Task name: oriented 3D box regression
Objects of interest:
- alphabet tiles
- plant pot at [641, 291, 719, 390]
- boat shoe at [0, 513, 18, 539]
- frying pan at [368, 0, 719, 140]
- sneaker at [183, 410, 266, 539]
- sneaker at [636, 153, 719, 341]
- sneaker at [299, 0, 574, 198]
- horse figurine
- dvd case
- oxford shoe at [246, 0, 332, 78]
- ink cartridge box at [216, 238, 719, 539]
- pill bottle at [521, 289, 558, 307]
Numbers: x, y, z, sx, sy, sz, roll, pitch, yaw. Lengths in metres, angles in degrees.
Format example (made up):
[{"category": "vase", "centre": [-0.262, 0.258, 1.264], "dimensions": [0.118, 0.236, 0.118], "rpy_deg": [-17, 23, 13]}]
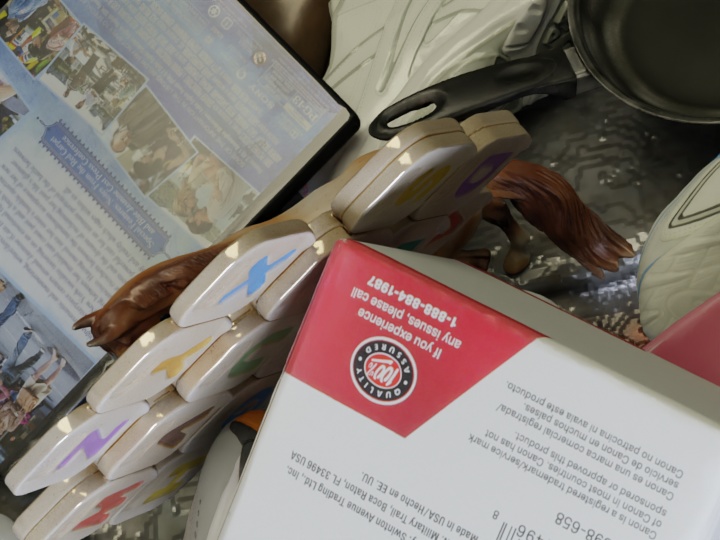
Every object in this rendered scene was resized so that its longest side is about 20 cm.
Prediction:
[{"category": "alphabet tiles", "centre": [-0.029, 0.021, 0.776], "dimensions": [0.200, 0.195, 0.015], "rpy_deg": [-45, 78, 21]}, {"category": "plant pot", "centre": [0.204, 0.075, 0.781], "dimensions": [0.199, 0.200, 0.180], "rpy_deg": [-29, 76, 1]}, {"category": "boat shoe", "centre": [-0.140, 0.195, 0.879], "dimensions": [0.074, 0.086, 0.203], "rpy_deg": [-2, 73, 46]}, {"category": "frying pan", "centre": [0.109, -0.076, 0.894], "dimensions": [0.190, 0.031, 0.115], "rpy_deg": [-42, 60, -12]}, {"category": "sneaker", "centre": [-0.064, 0.136, 0.838], "dimensions": [0.092, 0.075, 0.201], "rpy_deg": [24, 115, 33]}, {"category": "sneaker", "centre": [0.178, -0.041, 0.863], "dimensions": [0.200, 0.072, 0.073], "rpy_deg": [-38, 25, 32]}, {"category": "sneaker", "centre": [0.036, -0.102, 0.968], "dimensions": [0.099, 0.078, 0.200], "rpy_deg": [36, 73, 29]}, {"category": "horse figurine", "centre": [0.000, 0.000, 0.899], "dimensions": [0.199, 0.133, 0.050], "rpy_deg": [-23, 58, 4]}, {"category": "dvd case", "centre": [-0.115, -0.035, 0.933], "dimensions": [0.200, 0.018, 0.143], "rpy_deg": [-46, 73, 2]}, {"category": "oxford shoe", "centre": [-0.068, -0.068, 0.983], "dimensions": [0.072, 0.085, 0.201], "rpy_deg": [24, 72, 27]}, {"category": "ink cartridge box", "centre": [0.030, 0.112, 0.715], "dimensions": [0.144, 0.084, 0.201], "rpy_deg": [27, 98, 28]}, {"category": "pill bottle", "centre": [0.052, 0.113, 0.840], "dimensions": [0.112, 0.113, 0.201], "rpy_deg": [-15, 62, 9]}]
